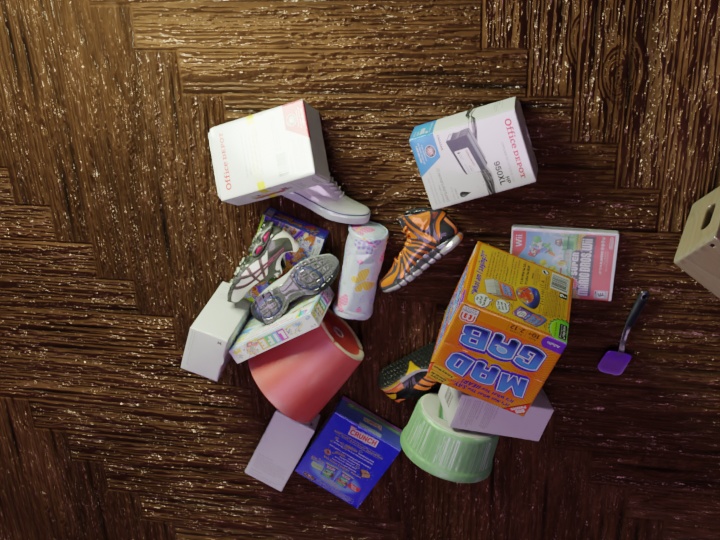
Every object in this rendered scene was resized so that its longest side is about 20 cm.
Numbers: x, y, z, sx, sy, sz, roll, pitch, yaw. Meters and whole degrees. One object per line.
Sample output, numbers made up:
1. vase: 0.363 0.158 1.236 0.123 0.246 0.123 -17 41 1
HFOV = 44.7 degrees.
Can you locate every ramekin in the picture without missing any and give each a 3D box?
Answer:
1. ramekin: 0.189 0.335 1.796 0.199 0.200 0.098 19 111 3

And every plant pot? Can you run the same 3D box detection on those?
1. plant pot: -0.102 0.181 1.799 0.177 0.201 0.200 -42 101 15

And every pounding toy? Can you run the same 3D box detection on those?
1. pounding toy: 0.658 -0.074 1.507 0.184 0.200 0.142 36 146 -6

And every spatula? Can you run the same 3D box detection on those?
1. spatula: 0.520 0.124 1.713 0.056 0.021 0.201 11 115 -7

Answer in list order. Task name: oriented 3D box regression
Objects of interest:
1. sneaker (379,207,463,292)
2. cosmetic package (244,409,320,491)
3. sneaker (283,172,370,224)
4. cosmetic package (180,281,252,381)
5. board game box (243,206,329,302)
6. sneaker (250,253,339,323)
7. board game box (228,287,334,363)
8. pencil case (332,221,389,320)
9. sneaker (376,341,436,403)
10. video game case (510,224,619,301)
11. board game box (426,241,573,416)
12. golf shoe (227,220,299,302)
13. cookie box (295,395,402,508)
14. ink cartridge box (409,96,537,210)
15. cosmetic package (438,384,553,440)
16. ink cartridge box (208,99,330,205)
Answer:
1. sneaker: 0.094 -0.051 1.706 0.200 0.078 0.112 -39 98 15
2. cosmetic package: -0.176 0.391 1.973 0.101 0.074 0.201 28 116 -2
3. sneaker: -0.070 -0.151 1.688 0.199 0.073 0.071 22 121 2
4. cosmetic package: -0.287 0.122 1.796 0.084 0.200 0.108 21 117 2
5. board game box: -0.160 -0.013 1.790 0.134 0.045 0.201 22 118 2
6. sneaker: -0.131 0.024 1.737 0.199 0.087 0.075 -31 104 4
7. board game box: -0.156 0.103 1.744 0.199 0.135 0.034 -25 108 23
8. pencil case: 0.000 0.000 1.738 0.083 0.091 0.201 6 118 -10
9. sneaker: 0.138 0.216 1.829 0.199 0.070 0.090 -26 128 19
10. video game case: 0.387 -0.014 1.680 0.199 0.017 0.144 4 116 11
11. board game box: 0.264 0.107 1.648 0.199 0.200 0.200 22 128 2
12. golf shoe: -0.200 -0.001 1.739 0.088 0.077 0.200 30 119 -10
13. cookie box: -0.022 0.403 1.940 0.171 0.075 0.200 31 118 -3
14. ink cartridge box: 0.207 -0.212 1.589 0.199 0.084 0.145 -15 111 18
15. cosmetic package: 0.269 0.265 1.751 0.199 0.108 0.085 10 117 -16
16. ink cartridge box: -0.171 -0.217 1.643 0.199 0.083 0.146 -13 81 18
